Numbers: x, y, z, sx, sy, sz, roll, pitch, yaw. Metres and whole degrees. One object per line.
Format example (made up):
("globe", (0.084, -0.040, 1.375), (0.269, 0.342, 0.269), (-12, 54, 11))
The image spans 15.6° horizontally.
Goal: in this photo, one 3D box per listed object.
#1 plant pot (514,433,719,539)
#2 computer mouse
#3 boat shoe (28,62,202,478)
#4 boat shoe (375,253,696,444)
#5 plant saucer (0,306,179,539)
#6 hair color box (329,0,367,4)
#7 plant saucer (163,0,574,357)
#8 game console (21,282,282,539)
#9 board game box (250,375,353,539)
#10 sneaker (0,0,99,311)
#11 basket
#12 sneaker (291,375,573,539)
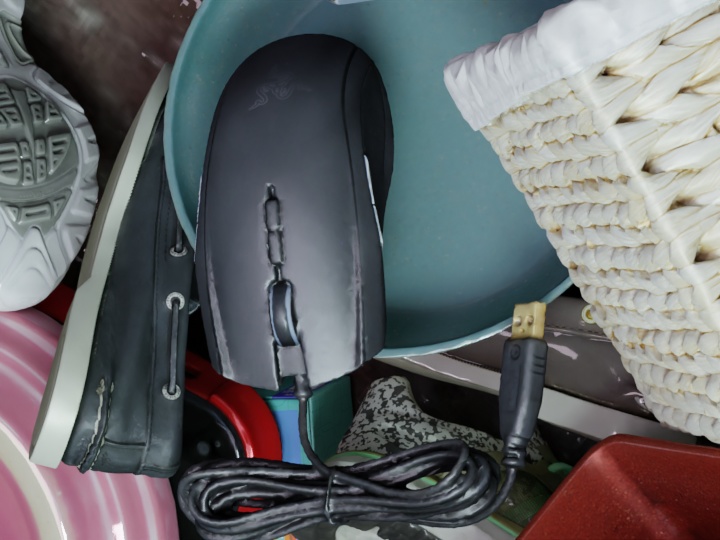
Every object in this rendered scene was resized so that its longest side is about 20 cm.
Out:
("plant pot", (0.122, 0.193, 0.866), (0.176, 0.200, 0.200), (46, 74, -17))
("computer mouse", (0.000, 0.000, 0.962), (0.140, 0.046, 0.201), (0, 73, 18))
("boat shoe", (-0.078, 0.001, 1.049), (0.066, 0.200, 0.075), (18, 134, -7))
("boat shoe", (0.048, 0.019, 1.043), (0.199, 0.072, 0.060), (20, 88, 26))
("plant saucer", (-0.171, 0.109, 1.090), (0.199, 0.051, 0.202), (6, 105, 24))
("hair color box", (-0.039, -0.179, 0.988), (0.200, 0.060, 0.100), (33, 124, 46))
("plant saucer", (0.022, -0.059, 1.019), (0.199, 0.036, 0.201), (-5, 72, 15))
("game console", (-0.138, 0.095, 1.116), (0.199, 0.031, 0.178), (27, 113, 19))
("board game box", (-0.095, 0.123, 1.139), (0.199, 0.045, 0.153), (0, 100, 25))
("sneaker", (-0.173, -0.059, 1.109), (0.099, 0.078, 0.201), (-45, 52, 39))
("basket", (0.158, -0.050, 0.878), (0.197, 0.200, 0.162), (-28, 94, -6))
("sneaker", (0.074, 0.099, 1.041), (0.199, 0.089, 0.077), (26, 146, -10))
